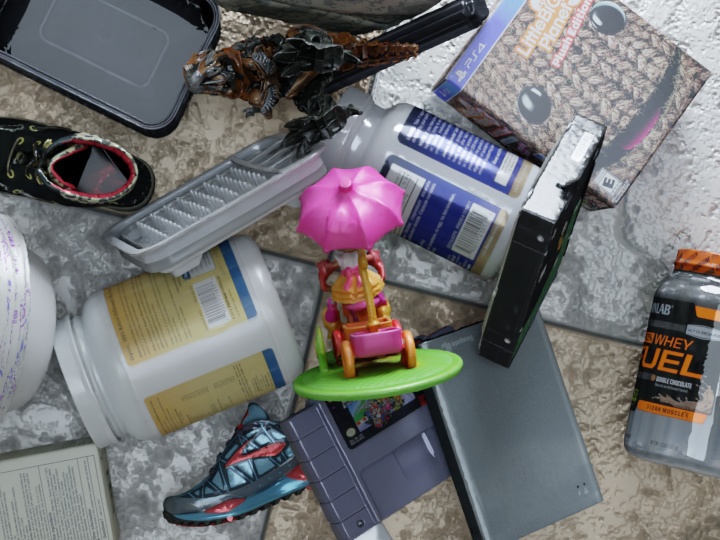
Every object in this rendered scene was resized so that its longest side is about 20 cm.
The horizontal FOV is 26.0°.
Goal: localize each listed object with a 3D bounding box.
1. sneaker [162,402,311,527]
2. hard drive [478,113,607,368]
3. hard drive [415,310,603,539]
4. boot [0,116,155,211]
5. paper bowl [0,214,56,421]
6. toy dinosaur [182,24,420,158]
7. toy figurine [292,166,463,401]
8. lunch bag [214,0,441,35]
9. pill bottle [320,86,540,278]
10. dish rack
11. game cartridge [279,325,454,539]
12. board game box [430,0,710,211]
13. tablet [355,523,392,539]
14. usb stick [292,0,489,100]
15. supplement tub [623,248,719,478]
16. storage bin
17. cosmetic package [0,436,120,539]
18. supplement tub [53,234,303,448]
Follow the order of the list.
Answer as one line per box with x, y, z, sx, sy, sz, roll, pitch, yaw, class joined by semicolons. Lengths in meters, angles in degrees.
-0.099;0.174;1.458;0.199;0.079;0.096;-21;86;-14;sneaker
0.160;-0.025;1.394;0.038;0.201;0.140;23;50;12;hard drive
0.137;0.145;1.464;0.139;0.033;0.201;-18;87;-29;hard drive
-0.286;-0.100;1.394;0.202;0.154;0.074;12;89;-5;boot
-0.338;0.048;1.374;0.104;0.200;0.202;9;89;-32;paper bowl
-0.052;-0.183;1.366;0.199;0.136;0.102;-28;120;2;toy dinosaur
0.000;0.000;1.359;0.149;0.200;0.185;-9;99;-6;toy figurine
-0.013;-0.294;1.381;0.199;0.167;0.140;7;87;-36;lunch bag
0.059;-0.085;1.441;0.199;0.116;0.116;27;88;2;pill bottle
-0.126;-0.056;1.396;0.199;0.171;0.044;-31;108;-15;dish rack
0.033;0.147;1.446;0.199;0.038;0.130;-29;97;-29;game cartridge
0.196;-0.178;1.466;0.200;0.097;0.160;36;87;-4;board game box
0.014;0.356;1.492;0.130;0.014;0.201;-32;92;-4;tablet
0.024;-0.202;1.433;0.199;0.055;0.033;-22;92;24;usb stick
0.325;0.087;1.465;0.122;0.123;0.201;12;88;-5;supplement tub
-0.238;-0.222;1.430;0.199;0.094;0.136;26;88;-4;storage bin
-0.328;0.221;1.432;0.198;0.071;0.106;-9;91;-5;cosmetic package
-0.165;0.066;1.410;0.199;0.145;0.146;-22;92;-5;supplement tub
